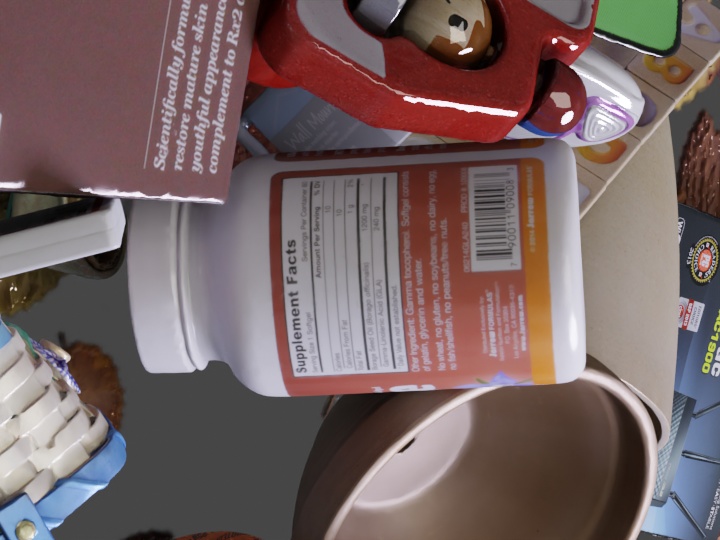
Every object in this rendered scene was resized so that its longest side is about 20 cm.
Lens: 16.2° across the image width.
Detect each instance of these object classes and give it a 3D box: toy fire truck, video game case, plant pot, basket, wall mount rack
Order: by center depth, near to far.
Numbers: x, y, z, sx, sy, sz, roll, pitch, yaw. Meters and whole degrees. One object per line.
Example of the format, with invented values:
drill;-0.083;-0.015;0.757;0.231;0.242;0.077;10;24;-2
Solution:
video game case;-0.193;0.003;1.013;0.200;0.143;0.017;-14;96;-3
toy fire truck;0.032;-0.135;1.088;0.168;0.112;0.200;27;46;-16
basket;-0.173;0.104;1.103;0.139;0.176;0.200;-32;115;-25
wall mount rack;-0.030;-0.097;1.210;0.174;0.200;0.075;44;24;-4
plant pot;0.041;0.106;1.257;0.201;0.093;0.201;-18;131;-22
plant pot;0.095;-0.024;1.359;0.187;0.187;0.200;38;60;-45

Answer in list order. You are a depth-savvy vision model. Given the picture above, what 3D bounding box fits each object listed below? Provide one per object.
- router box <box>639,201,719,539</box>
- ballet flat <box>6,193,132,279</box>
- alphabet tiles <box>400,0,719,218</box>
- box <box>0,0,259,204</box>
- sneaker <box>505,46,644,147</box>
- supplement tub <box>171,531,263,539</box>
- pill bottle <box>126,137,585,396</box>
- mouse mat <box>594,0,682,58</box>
router box;0.179;0.060;1.536;0.150;0.062;0.200;16;90;-48
ballet flat;-0.114;-0.088;1.156;0.067;0.062;0.200;-23;133;-48
alphabet tiles;0.078;-0.111;1.316;0.200;0.167;0.008;-48;165;-29
box;-0.164;-0.126;1.024;0.164;0.200;0.166;3;100;-47
sneaker;0.054;-0.131;1.273;0.075;0.200;0.100;112;1;-57
supplement tub;-0.064;0.241;1.295;0.123;0.122;0.200;-35;125;-34
pill bottle;0.000;0.000;1.147;0.112;0.200;0.112;-3;90;-84
mouse mat;0.099;-0.213;1.231;0.161;0.008;0.200;16;70;-29
